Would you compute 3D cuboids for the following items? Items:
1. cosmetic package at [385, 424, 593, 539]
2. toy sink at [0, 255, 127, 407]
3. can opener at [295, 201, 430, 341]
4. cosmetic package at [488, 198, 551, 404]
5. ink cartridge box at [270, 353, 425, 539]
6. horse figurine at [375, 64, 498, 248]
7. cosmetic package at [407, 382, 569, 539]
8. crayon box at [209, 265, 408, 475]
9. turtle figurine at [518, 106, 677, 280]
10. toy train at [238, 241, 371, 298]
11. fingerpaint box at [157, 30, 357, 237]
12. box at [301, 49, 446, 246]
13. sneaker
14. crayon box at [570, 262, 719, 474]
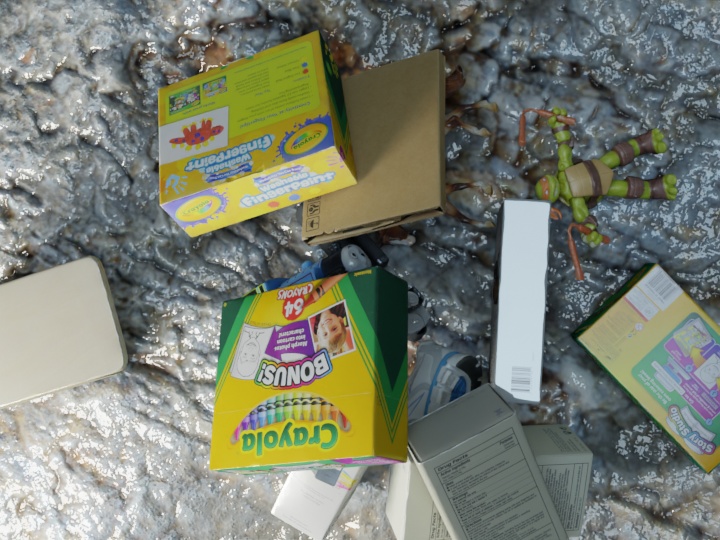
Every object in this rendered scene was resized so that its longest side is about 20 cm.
[{"bbox_3d":[0.132,0.223,0.968,0.199,0.071,0.106,2,107,-13],"label":"cosmetic package"},{"bbox_3d":[-0.346,0.071,1.048,0.199,0.112,0.131,-18,86,10],"label":"toy sink"},{"bbox_3d":[0.000,0.000,1.036,0.053,0.067,0.200,-30,76,-38],"label":"can opener"},{"bbox_3d":[0.165,0.032,0.973,0.051,0.151,0.201,3,88,8],"label":"cosmetic package"},{"bbox_3d":[-0.012,0.170,0.973,0.067,0.117,0.200,29,114,8],"label":"ink cartridge box"},{"bbox_3d":[0.085,-0.123,1.031,0.132,0.050,0.201,2,96,22],"label":"horse figurine"},{"bbox_3d":[0.126,0.223,0.888,0.103,0.073,0.200,-26,110,-5],"label":"cosmetic package"},{"bbox_3d":[-0.051,0.102,0.886,0.200,0.058,0.173,-13,64,35],"label":"crayon box"},{"bbox_3d":[0.256,-0.090,1.001,0.161,0.064,0.201,-11,71,-9],"label":"turtle figurine"},{"bbox_3d":[-0.052,0.048,0.997,0.200,0.087,0.115,-31,75,31],"label":"toy train"},{"bbox_3d":[-0.115,-0.147,1.005,0.199,0.073,0.167,-17,57,13],"label":"fingerpaint box"},{"bbox_3d":[0.015,-0.132,0.992,0.163,0.021,0.201,-12,59,25],"label":"box"},{"bbox_3d":[0.067,0.170,1.029,0.087,0.075,0.201,32,108,46],"label":"sneaker"},{"bbox_3d":[0.340,0.103,0.997,0.119,0.058,0.200,-44,84,4],"label":"crayon box"}]
